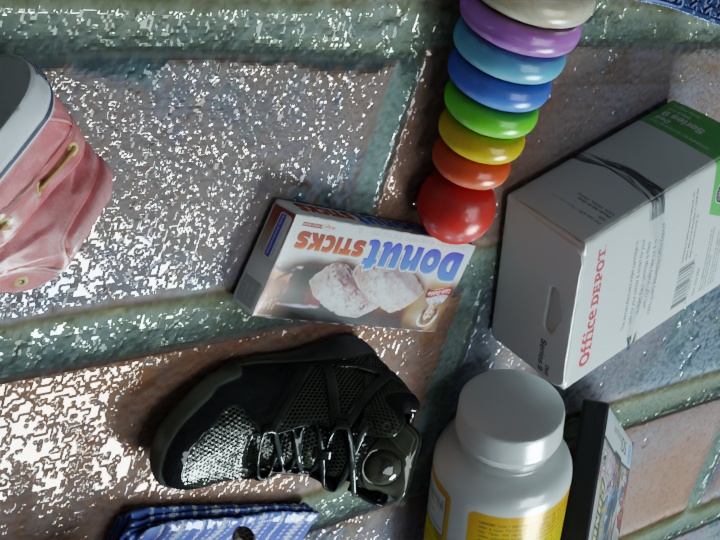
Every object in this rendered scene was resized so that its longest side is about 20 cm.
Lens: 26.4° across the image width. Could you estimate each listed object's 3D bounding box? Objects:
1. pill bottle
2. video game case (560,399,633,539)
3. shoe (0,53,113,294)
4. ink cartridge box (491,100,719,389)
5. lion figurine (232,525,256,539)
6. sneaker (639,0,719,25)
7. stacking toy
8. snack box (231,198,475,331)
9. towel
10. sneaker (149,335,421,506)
[{"bbox_3d":[0.110,0.182,1.232,0.112,0.112,0.202,-27,136,-34],"label":"pill bottle"},{"bbox_3d":[0.206,0.231,1.359,0.181,0.025,0.203,46,53,-67],"label":"video game case"},{"bbox_3d":[-0.203,-0.002,0.738,0.201,0.071,0.091,-51,140,-13],"label":"shoe"},{"bbox_3d":[0.201,-0.023,1.192,0.199,0.084,0.147,-29,138,-33],"label":"ink cartridge box"},{"bbox_3d":[-0.139,0.232,0.973,0.198,0.073,0.123,5,123,-37],"label":"lion figurine"},{"bbox_3d":[0.184,-0.219,1.031,0.198,0.078,0.071,19,108,-32],"label":"sneaker"},{"bbox_3d":[0.081,-0.104,0.996,0.085,0.085,0.202,-16,135,-42],"label":"stacking toy"},{"bbox_3d":[0.000,0.000,1.024,0.199,0.024,0.073,8,111,-52],"label":"snack box"},{"bbox_3d":[-0.121,0.228,1.073,0.199,0.024,0.146,8,113,-53],"label":"towel"},{"bbox_3d":[-0.036,0.109,0.997,0.198,0.114,0.077,-13,127,-42],"label":"sneaker"}]
